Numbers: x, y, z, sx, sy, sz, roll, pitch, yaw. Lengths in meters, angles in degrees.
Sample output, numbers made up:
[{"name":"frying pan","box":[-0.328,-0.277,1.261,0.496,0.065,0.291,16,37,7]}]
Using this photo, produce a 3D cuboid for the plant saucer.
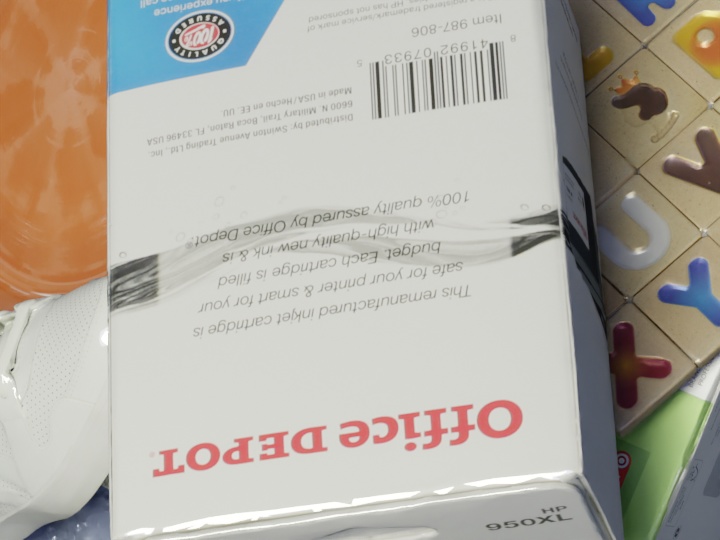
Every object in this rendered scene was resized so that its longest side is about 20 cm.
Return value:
[{"name":"plant saucer","box":[-0.112,-0.070,1.054,0.200,0.032,0.200,-10,74,41]}]

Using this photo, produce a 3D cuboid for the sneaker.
[{"name":"sneaker","box":[-0.148,0.040,0.991,0.200,0.116,0.074,-41,28,52]}]

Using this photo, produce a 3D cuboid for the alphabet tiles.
[{"name":"alphabet tiles","box":[0.058,-0.042,0.935,0.166,0.006,0.200,-41,61,-5]}]

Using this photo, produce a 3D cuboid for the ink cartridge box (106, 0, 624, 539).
[{"name":"ink cartridge box","box":[0.000,0.000,0.879,0.145,0.084,0.200,-9,62,13]}]

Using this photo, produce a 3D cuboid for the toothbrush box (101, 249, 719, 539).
[{"name":"toothbrush box","box":[0.030,0.048,0.973,0.200,0.086,0.146,23,92,23]}]
